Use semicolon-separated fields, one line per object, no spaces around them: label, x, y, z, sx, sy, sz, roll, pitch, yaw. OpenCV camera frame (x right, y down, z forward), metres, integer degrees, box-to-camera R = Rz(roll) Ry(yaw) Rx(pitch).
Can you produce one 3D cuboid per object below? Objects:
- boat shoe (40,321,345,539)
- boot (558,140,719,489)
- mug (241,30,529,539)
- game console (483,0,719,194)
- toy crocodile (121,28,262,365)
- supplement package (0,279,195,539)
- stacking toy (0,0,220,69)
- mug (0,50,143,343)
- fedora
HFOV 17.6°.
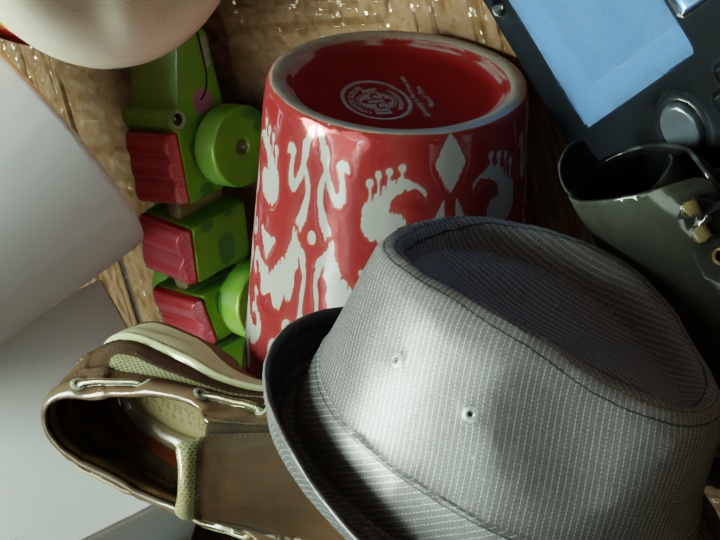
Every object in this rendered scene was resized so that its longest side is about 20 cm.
boat shoe;-0.044;0.081;0.918;0.201;0.075;0.075;15;116;36
boot;0.161;0.016;0.829;0.199;0.077;0.139;-2;124;47
mug;-0.006;0.005;0.990;0.177;0.133;0.202;24;125;34
game console;0.097;-0.132;0.853;0.201;0.031;0.177;59;150;2
toy crocodile;-0.079;-0.023;1.104;0.067;0.062;0.202;13;121;42
supplement package;-0.163;0.116;1.183;0.122;0.119;0.200;59;158;17
stacking toy;-0.160;-0.155;1.058;0.199;0.146;0.147;-6;108;54
mug;-0.210;-0.021;1.073;0.150;0.153;0.186;50;168;-24
fedora;0.062;0.047;0.829;0.200;0.176;0.091;41;123;33
